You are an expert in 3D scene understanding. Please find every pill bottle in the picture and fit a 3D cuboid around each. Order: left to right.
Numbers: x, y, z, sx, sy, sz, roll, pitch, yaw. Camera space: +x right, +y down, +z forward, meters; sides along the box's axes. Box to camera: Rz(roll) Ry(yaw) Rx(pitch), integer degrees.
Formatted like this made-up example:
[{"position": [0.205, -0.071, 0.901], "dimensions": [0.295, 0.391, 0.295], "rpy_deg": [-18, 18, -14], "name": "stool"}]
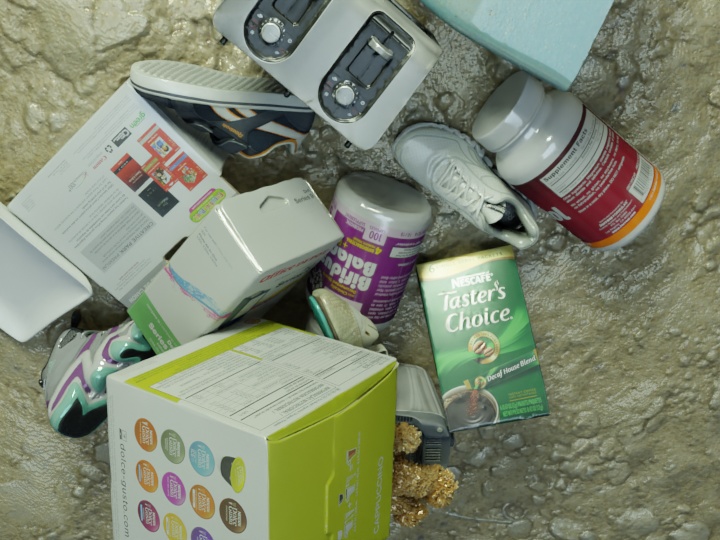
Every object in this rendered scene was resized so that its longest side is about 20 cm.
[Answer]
[{"position": [0.000, 0.000, 0.888], "dimensions": [0.111, 0.113, 0.202], "rpy_deg": [14, 116, -9], "name": "pill bottle"}, {"position": [0.220, -0.118, 0.834], "dimensions": [0.199, 0.113, 0.113], "rpy_deg": [35, 112, -18], "name": "pill bottle"}]

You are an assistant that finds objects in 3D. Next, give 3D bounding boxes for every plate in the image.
[{"position": [-0.416, -0.016, 0.877], "dimensions": [0.199, 0.033, 0.199], "rpy_deg": [-27, 119, 40], "name": "plate"}]

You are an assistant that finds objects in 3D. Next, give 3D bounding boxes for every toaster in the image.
[{"position": [-0.025, -0.223, 0.735], "dimensions": [0.180, 0.200, 0.119], "rpy_deg": [39, 108, -12], "name": "toaster"}, {"position": [0.016, 0.192, 0.981], "dimensions": [0.197, 0.130, 0.115], "rpy_deg": [-1, 118, -2], "name": "toaster"}]

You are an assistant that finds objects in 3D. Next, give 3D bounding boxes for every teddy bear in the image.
[{"position": [0.020, 0.232, 0.883], "dimensions": [0.144, 0.067, 0.201], "rpy_deg": [-22, 123, 23], "name": "teddy bear"}]

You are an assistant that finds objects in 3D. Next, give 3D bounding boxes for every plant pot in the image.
[{"position": [0.129, -0.308, 0.692], "dimensions": [0.198, 0.197, 0.198], "rpy_deg": [22, 116, -4], "name": "plant pot"}]

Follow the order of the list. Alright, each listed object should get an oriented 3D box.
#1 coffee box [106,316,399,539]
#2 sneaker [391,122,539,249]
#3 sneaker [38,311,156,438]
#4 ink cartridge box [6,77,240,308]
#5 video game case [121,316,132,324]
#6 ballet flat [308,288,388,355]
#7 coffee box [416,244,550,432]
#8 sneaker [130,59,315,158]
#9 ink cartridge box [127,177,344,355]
[{"position": [-0.096, 0.183, 0.737], "dimensions": [0.196, 0.199, 0.203], "rpy_deg": [12, 109, 32], "name": "coffee box"}, {"position": [0.123, -0.093, 0.863], "dimensions": [0.199, 0.081, 0.075], "rpy_deg": [31, 115, -15], "name": "sneaker"}, {"position": [-0.304, 0.084, 0.923], "dimensions": [0.199, 0.140, 0.078], "rpy_deg": [-41, 140, -8], "name": "sneaker"}, {"position": [-0.243, -0.086, 0.848], "dimensions": [0.199, 0.084, 0.176], "rpy_deg": [-38, 112, 17], "name": "ink cartridge box"}, {"position": [-0.231, 0.130, 0.946], "dimensions": [0.200, 0.023, 0.183], "rpy_deg": [-41, 78, 18], "name": "video game case"}, {"position": [-0.005, 0.084, 0.849], "dimensions": [0.062, 0.068, 0.202], "rpy_deg": [-26, 134, -11], "name": "ballet flat"}, {"position": [0.140, 0.079, 0.910], "dimensions": [0.121, 0.044, 0.203], "rpy_deg": [-10, 78, 5], "name": "coffee box"}, {"position": [-0.137, -0.159, 0.792], "dimensions": [0.198, 0.079, 0.080], "rpy_deg": [3, 121, -29], "name": "sneaker"}, {"position": [-0.133, 0.002, 0.828], "dimensions": [0.088, 0.145, 0.200], "rpy_deg": [52, 127, 7], "name": "ink cartridge box"}]
